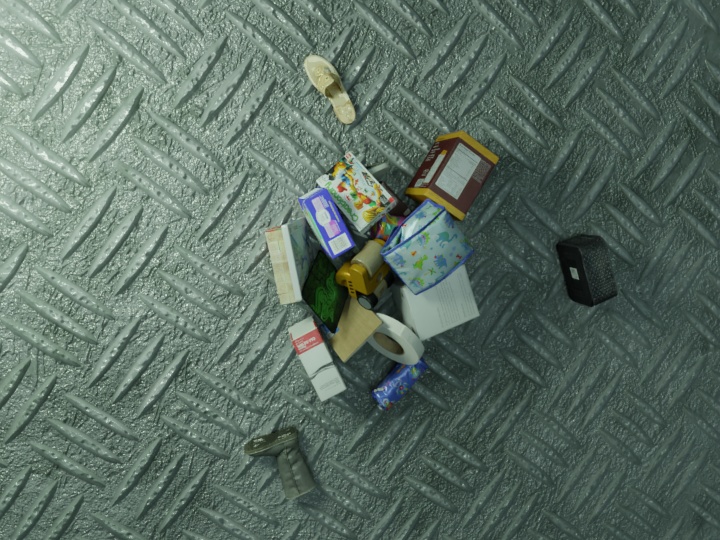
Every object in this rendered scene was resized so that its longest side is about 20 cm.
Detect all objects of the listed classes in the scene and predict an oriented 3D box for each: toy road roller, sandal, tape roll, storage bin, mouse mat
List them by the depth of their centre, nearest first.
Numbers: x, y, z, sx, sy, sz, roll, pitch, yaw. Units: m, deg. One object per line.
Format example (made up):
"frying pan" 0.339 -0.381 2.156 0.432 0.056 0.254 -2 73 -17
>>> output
"sandal" -0.075 -0.504 1.528 0.077 0.070 0.213 -35 104 -6
"toy road roller" 0.000 0.000 1.541 0.123 0.145 0.201 -50 149 -29
"mouse mat" -0.093 0.057 1.546 0.007 0.201 0.162 -20 122 30
"tape roll" 0.089 0.198 1.600 0.203 0.202 0.037 43 63 -14
"storage bin" 0.708 -0.002 1.742 0.093 0.135 0.203 -22 102 -9

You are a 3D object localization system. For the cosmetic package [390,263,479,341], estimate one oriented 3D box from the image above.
"cosmetic package" 0.211 0.081 1.627 0.197 0.165 0.167 -20 101 -9

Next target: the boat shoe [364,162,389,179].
"boat shoe" -0.013 -0.272 1.574 0.198 0.071 0.064 -24 79 -8

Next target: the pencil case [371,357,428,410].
"pencil case" 0.115 0.332 1.685 0.200 0.078 0.087 -46 127 -4

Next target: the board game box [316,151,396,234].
"board game box" -0.013 -0.211 1.505 0.126 0.035 0.200 -41 71 -1

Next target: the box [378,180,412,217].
"box" 0.093 -0.155 1.616 0.200 0.075 0.100 44 87 -13

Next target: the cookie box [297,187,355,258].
"cookie box" -0.097 -0.133 1.509 0.075 0.200 0.173 -28 102 -6

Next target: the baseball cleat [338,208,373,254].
"baseball cleat" 0.007 -0.125 1.595 0.105 0.070 0.202 -15 112 14

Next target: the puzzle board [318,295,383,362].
"puzzle board" -0.029 0.158 1.571 0.151 0.200 0.017 -45 123 -2

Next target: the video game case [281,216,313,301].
"video game case" -0.163 -0.037 1.521 0.022 0.182 0.203 -8 101 11

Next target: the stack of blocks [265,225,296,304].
"stack of blocks" -0.209 -0.019 1.540 0.058 0.115 0.203 -10 100 0

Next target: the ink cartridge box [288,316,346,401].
"ink cartridge box" -0.124 0.250 1.586 0.083 0.144 0.202 -27 102 -6

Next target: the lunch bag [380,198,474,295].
"lunch bag" 0.169 -0.056 1.467 0.200 0.127 0.170 -44 117 -3

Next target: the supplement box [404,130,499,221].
"supplement box" 0.252 -0.266 1.570 0.132 0.197 0.202 31 91 -15

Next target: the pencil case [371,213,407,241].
"pencil case" 0.127 -0.111 1.550 0.197 0.088 0.090 11 96 -17

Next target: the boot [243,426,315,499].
"boot" -0.239 0.585 1.655 0.179 0.073 0.203 -13 107 -9
